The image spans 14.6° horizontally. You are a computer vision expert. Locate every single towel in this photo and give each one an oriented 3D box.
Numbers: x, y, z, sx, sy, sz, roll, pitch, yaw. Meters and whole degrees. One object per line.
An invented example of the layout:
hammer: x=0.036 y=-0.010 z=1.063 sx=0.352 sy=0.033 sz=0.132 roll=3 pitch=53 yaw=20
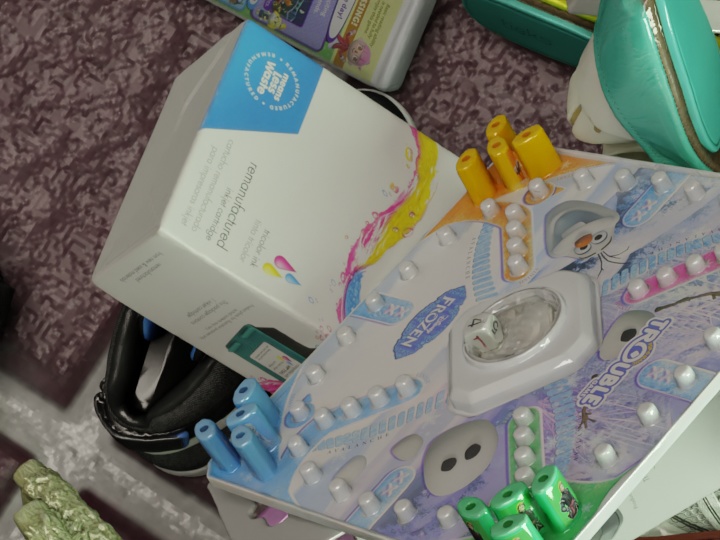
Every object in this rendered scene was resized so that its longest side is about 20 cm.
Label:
towel: x=-0.078 y=0.174 z=1.197 sx=0.036 sy=0.148 sz=0.200 roll=-38 pitch=73 yaw=-11

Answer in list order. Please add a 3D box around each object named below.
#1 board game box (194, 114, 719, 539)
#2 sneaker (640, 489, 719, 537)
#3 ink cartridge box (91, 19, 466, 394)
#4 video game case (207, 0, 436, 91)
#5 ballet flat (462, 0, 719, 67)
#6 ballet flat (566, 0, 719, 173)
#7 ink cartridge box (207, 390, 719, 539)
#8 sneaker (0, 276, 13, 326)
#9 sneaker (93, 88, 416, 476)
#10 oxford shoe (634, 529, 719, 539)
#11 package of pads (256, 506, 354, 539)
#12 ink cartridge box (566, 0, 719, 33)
board game box: x=0.057 y=0.021 z=1.050 sx=0.200 sy=0.026 sz=0.200 roll=-46 pitch=32 yaw=-23
sneaker: x=0.180 y=0.098 z=1.188 sx=0.200 sy=0.078 sz=0.082 roll=22 pitch=107 yaw=7
ink cartridge box: x=0.000 y=0.000 z=1.188 sx=0.200 sy=0.067 sz=0.116 roll=32 pitch=56 yaw=-18
video game case: x=-0.023 y=-0.210 z=1.287 sx=0.182 sy=0.022 sz=0.200 roll=29 pitch=107 yaw=19
ballet flat: x=0.139 y=-0.102 z=1.253 sx=0.200 sy=0.067 sz=0.067 roll=32 pitch=73 yaw=17
ballet flat: x=0.124 y=-0.059 z=1.139 sx=0.070 sy=0.200 sz=0.067 roll=-13 pitch=55 yaw=24
ink cartridge box: x=0.049 y=0.076 z=1.093 sx=0.200 sy=0.115 sz=0.068 roll=-30 pitch=110 yaw=-2
sneaker: x=-0.255 y=-0.007 z=1.306 sx=0.200 sy=0.073 sz=0.112 roll=22 pitch=81 yaw=7
sneaker: x=-0.042 y=0.000 z=1.241 sx=0.073 sy=0.112 sz=0.200 roll=31 pitch=86 yaw=15
oxford shoe: x=0.135 y=0.150 z=1.142 sx=0.200 sy=0.070 sz=0.075 roll=13 pitch=126 yaw=7
package of pads: x=0.023 y=0.172 z=1.211 sx=0.120 sy=0.076 sz=0.200 roll=-43 pitch=74 yaw=0
ink cartridge box: x=0.147 y=-0.171 z=1.218 sx=0.117 sy=0.067 sz=0.200 roll=5 pitch=62 yaw=-12
